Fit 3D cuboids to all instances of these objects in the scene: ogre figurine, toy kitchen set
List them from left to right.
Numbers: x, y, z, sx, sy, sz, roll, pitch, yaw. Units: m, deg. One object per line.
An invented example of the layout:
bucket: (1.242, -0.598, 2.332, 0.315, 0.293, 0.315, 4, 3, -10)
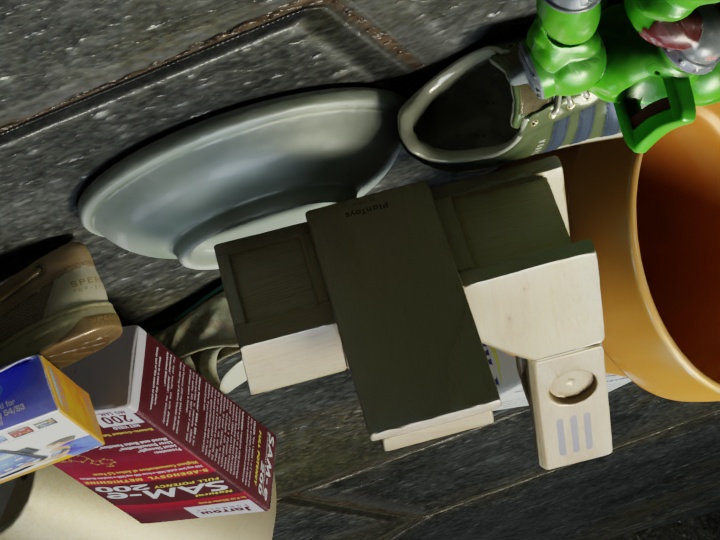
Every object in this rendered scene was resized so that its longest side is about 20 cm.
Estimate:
toy kitchen set: (0.042, 0.073, 1.555, 0.199, 0.164, 0.181, -14, 138, -3)
ogre figurine: (0.157, -0.127, 1.418, 0.200, 0.098, 0.120, -22, 162, -43)

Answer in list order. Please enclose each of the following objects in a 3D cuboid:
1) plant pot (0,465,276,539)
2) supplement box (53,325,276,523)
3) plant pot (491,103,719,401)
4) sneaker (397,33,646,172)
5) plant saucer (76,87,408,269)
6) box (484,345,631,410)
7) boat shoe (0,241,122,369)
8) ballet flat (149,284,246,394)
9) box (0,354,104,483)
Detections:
plant pot: (-0.195, 0.166, 2.035, 0.187, 0.188, 0.200, -26, 152, 33)
supplement box: (-0.149, 0.107, 1.872, 0.108, 0.061, 0.200, -8, 153, 25)
plant pot: (0.164, -0.014, 1.736, 0.200, 0.201, 0.183, -5, 178, -44)
sneaker: (0.109, -0.100, 1.520, 0.199, 0.067, 0.090, -20, 173, 24)
plant saucer: (-0.059, -0.042, 1.579, 0.199, 0.050, 0.200, -17, 167, -4)
box: (0.175, 0.018, 2.034, 0.183, 0.105, 0.200, -5, 161, -46)
boat shoe: (-0.231, 0.045, 1.671, 0.199, 0.065, 0.071, -25, 169, 23)
ballet flat: (-0.117, 0.062, 1.908, 0.067, 0.063, 0.200, -7, 164, -39)
box: (-0.226, 0.097, 1.655, 0.119, 0.042, 0.200, -21, 171, 0)
